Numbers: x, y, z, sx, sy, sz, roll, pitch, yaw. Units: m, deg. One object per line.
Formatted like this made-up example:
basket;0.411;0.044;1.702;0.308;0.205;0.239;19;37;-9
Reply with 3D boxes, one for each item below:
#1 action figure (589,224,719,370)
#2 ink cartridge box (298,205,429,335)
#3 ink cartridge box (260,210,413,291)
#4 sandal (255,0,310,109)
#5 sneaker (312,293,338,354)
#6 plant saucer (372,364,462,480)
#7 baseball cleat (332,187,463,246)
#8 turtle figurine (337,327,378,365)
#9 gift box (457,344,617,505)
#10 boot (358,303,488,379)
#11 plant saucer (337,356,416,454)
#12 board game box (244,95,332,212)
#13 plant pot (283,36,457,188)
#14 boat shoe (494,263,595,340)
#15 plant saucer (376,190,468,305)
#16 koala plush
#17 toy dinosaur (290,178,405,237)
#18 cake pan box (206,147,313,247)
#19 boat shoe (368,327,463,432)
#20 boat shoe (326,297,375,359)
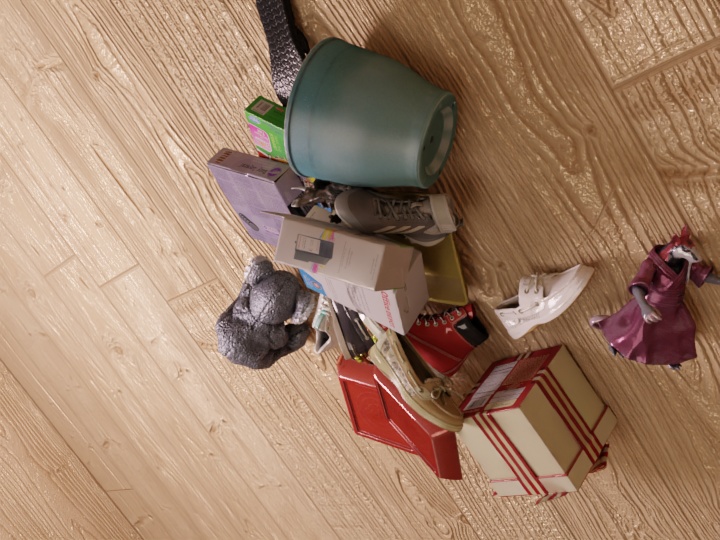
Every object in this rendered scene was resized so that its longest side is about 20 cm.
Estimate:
action figure;0.401;0.027;1.066;0.149;0.134;0.200;-115;25;-60
ink cartridge box;0.000;0.000;1.281;0.200;0.084;0.145;25;156;24
ink cartridge box;-0.040;-0.029;1.145;0.200;0.117;0.067;17;97;22
sandal;-0.104;-0.339;1.235;0.075;0.048;0.201;3;112;42
sneaker;-0.054;0.071;1.491;0.075;0.088;0.200;24;131;27
plant saucer;0.092;0.260;1.396;0.200;0.037;0.200;44;162;35
baseball cleat;0.061;-0.087;1.135;0.106;0.200;0.070;-29;62;42
turtle figurine;0.057;0.123;1.444;0.161;0.064;0.200;35;111;4
gift box;0.266;0.258;1.280;0.187;0.200;0.184;53;146;-10
boot;0.107;0.078;1.342;0.200;0.072;0.144;36;116;-4
plant saucer;0.044;0.276;1.606;0.199;0.037;0.200;11;128;36
board game box;-0.099;-0.173;1.317;0.153;0.040;0.200;30;154;27
plant pot;0.026;-0.203;1.120;0.188;0.200;0.200;18;133;21
boat shoe;0.261;0.037;1.192;0.069;0.071;0.200;44;142;1
plant saucer;0.080;-0.049;1.302;0.200;0.048;0.200;8;128;38
koala plush;-0.174;0.076;1.557;0.177;0.184;0.200;43;129;5
toy dinosaur;-0.001;-0.105;1.223;0.200;0.102;0.077;9;116;-12
cake pan box;-0.154;-0.113;1.391;0.200;0.052;0.184;19;150;43
boat shoe;0.093;0.169;1.269;0.200;0.073;0.063;43;108;27
boat shoe;-0.024;0.051;1.404;0.073;0.063;0.200;57;-163;-78
